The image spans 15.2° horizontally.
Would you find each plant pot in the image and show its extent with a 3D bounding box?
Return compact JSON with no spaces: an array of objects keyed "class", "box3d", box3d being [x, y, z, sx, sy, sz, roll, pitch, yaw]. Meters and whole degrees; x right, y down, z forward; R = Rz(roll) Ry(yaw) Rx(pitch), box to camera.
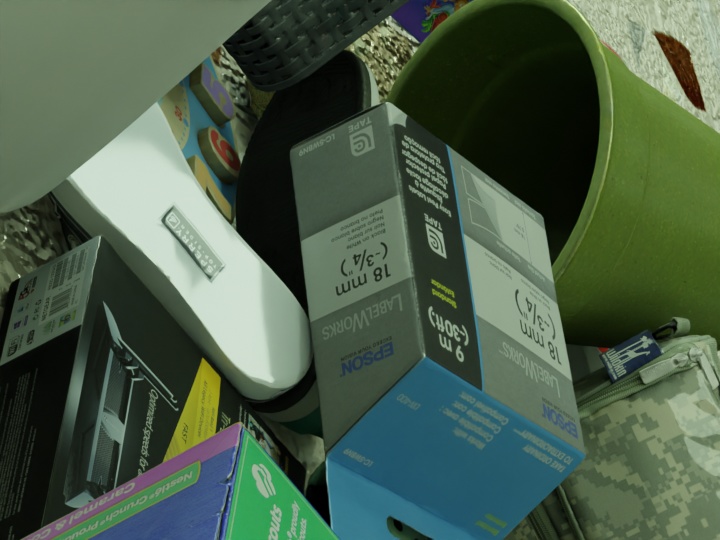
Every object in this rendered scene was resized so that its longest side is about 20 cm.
[{"class":"plant pot","box3d":[0.132,-0.033,1.495,0.189,0.200,0.201,17,48,-37]}]

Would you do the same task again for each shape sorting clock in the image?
[{"class":"shape sorting clock","box3d":[-0.112,-0.105,1.313,0.200,0.039,0.201,47,27,-34]}]

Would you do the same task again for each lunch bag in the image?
[{"class":"lunch bag","box3d":[0.151,0.144,1.446,0.201,0.167,0.139,64,22,3]}]

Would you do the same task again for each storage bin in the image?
[{"class":"storage bin","box3d":[-0.044,-0.197,1.366,0.094,0.135,0.200,52,4,-36]}]

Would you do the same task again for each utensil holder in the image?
[{"class":"utensil holder","box3d":[-0.123,-0.135,1.057,0.169,0.200,0.171,24,47,-29]}]

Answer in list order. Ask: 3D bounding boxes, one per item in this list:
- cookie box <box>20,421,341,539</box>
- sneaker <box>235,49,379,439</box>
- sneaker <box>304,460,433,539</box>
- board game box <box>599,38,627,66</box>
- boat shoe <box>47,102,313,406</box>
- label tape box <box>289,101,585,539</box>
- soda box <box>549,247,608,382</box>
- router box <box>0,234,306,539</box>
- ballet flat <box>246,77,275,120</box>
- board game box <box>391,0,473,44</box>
[{"class":"cookie box","box3d":[-0.056,0.176,0.954,0.200,0.171,0.075,52,22,-27]},{"class":"sneaker","box3d":[0.000,0.000,1.352,0.121,0.083,0.201,39,51,-48]},{"class":"sneaker","box3d":[0.021,0.177,1.243,0.118,0.074,0.201,47,17,-49]},{"class":"board game box","box3d":[0.082,-0.175,1.618,0.200,0.030,0.096,38,11,-7]},{"class":"boat shoe","box3d":[-0.104,-0.019,1.203,0.200,0.068,0.072,50,47,-10]},{"class":"label tape box","box3d":[0.039,0.045,1.235,0.144,0.063,0.201,33,42,-49]},{"class":"soda box","box3d":[0.102,0.019,1.607,0.063,0.068,0.201,23,46,-58]},{"class":"router box","box3d":[-0.091,0.107,1.105,0.157,0.052,0.200,51,25,-29]},{"class":"ballet flat","box3d":[-0.009,-0.058,1.435,0.200,0.071,0.071,40,11,28]},{"class":"board game box","box3d":[0.095,-0.137,1.695,0.134,0.045,0.200,43,12,2]}]
